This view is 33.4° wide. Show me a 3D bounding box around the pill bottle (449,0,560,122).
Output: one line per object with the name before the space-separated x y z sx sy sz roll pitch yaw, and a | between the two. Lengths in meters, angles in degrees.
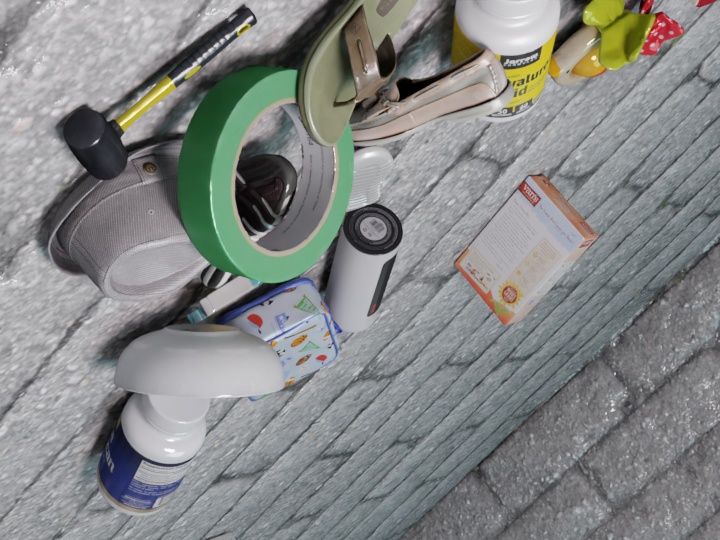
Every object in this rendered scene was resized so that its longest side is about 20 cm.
pill bottle | 0.153 -0.256 1.276 0.111 0.112 0.201 -34 158 -13

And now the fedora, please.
fedora | -0.198 -0.036 1.156 0.199 0.091 0.177 -15 149 -48

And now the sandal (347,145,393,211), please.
sandal | -0.012 -0.113 1.384 0.081 0.050 0.203 -18 169 -9

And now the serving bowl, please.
serving bowl | -0.185 0.099 1.389 0.199 0.198 0.067 -3 96 -57

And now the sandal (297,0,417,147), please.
sandal | 0.007 -0.209 1.123 0.080 0.057 0.203 27 94 -52

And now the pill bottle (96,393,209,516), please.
pill bottle | -0.262 0.217 1.541 0.110 0.111 0.201 -19 151 -43

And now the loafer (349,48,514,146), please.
loafer | 0.062 -0.186 1.267 0.198 0.063 0.072 -11 -146 26

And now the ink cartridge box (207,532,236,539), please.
ink cartridge box | -0.320 0.581 2.230 0.199 0.083 0.147 -6 141 -54

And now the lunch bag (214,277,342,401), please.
lunch bag | -0.104 0.091 1.582 0.159 0.076 0.200 -29 158 -7

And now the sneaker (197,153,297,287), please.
sneaker | -0.104 -0.067 1.301 0.115 0.076 0.200 -26 166 -47

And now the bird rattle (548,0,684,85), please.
bird rattle | 0.310 -0.299 1.531 0.162 0.113 0.200 -35 176 24

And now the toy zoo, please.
toy zoo | -0.115 0.004 1.391 0.199 0.021 0.131 -32 -178 2

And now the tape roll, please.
tape roll | -0.085 -0.092 1.143 0.199 0.048 0.203 -19 115 -47

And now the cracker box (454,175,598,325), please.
cracker box | 0.257 -0.031 1.882 0.057 0.134 0.200 -9 145 -53

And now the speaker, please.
speaker | 0.000 0.000 1.588 0.081 0.081 0.201 -28 157 -26

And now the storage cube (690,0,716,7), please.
storage cube | 0.392 -0.416 1.243 0.178 0.201 0.172 -25 157 -17

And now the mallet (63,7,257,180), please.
mallet | -0.171 -0.162 1.031 0.200 0.041 0.066 -44 157 -1
